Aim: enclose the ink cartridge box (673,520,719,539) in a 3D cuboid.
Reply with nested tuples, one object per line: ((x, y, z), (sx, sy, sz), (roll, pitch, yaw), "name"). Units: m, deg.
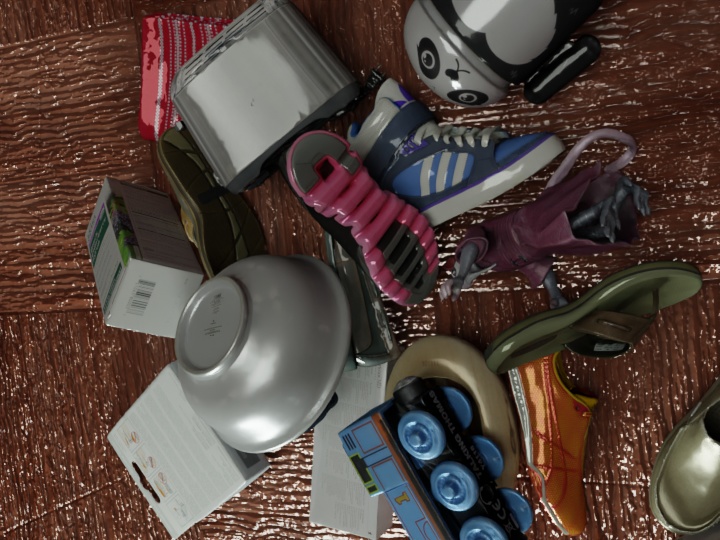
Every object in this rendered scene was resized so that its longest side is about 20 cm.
((0.340, 0.329, 0.730), (0.086, 0.146, 0.200), (-35, 83, 23), "ink cartridge box")

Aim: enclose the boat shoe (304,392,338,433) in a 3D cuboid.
((-0.089, 0.132, 0.922), (0.200, 0.068, 0.084), (21, 126, 54), "boat shoe")

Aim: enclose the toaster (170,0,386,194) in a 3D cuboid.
((-0.089, -0.178, 0.854), (0.200, 0.114, 0.129), (-37, 95, 12), "toaster")

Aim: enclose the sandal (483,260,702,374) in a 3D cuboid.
((0.208, 0.054, 0.763), (0.200, 0.080, 0.057), (-26, 59, 4), "sandal")

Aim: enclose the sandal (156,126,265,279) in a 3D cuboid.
((-0.167, -0.061, 0.950), (0.054, 0.080, 0.201), (-27, 90, 51), "sandal")

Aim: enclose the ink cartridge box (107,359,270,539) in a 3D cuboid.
((-0.210, 0.214, 1.034), (0.160, 0.047, 0.200), (53, 132, 9), "ink cartridge box")

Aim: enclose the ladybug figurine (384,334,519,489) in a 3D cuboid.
((0.095, 0.158, 0.859), (0.135, 0.072, 0.201), (-4, 96, 26), "ladybug figurine")

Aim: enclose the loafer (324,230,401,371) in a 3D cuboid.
((0.000, 0.000, 0.876), (0.063, 0.072, 0.201), (-7, 76, 3), "loafer")

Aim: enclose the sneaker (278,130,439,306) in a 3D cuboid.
((-0.004, -0.049, 0.815), (0.079, 0.095, 0.200), (-46, 112, -15), "sneaker")

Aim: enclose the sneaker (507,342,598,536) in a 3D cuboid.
((0.190, 0.154, 0.817), (0.077, 0.073, 0.201), (-12, 95, 16), "sneaker")

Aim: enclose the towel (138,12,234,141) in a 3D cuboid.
((-0.159, -0.203, 0.951), (0.199, 0.022, 0.145), (12, 103, 23), "towel")

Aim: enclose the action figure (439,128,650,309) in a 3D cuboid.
((0.146, -0.037, 0.784), (0.200, 0.134, 0.149), (-20, 62, 44), "action figure")

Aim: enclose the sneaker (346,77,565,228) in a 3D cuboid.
((0.075, -0.127, 0.820), (0.200, 0.081, 0.147), (-26, 93, 32), "sneaker")

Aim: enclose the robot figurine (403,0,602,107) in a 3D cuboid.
((0.128, -0.235, 0.756), (0.200, 0.125, 0.151), (-42, 63, 23), "robot figurine")

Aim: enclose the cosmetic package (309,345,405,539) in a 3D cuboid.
((-0.003, 0.174, 0.918), (0.082, 0.051, 0.201), (9, 101, 27), "cosmetic package")

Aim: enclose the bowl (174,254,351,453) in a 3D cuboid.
((-0.111, 0.065, 0.824), (0.201, 0.090, 0.202), (-19, 58, 35), "bowl")

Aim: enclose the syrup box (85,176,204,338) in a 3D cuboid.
((-0.235, -0.019, 0.924), (0.079, 0.081, 0.200), (-63, 33, 18), "syrup box")

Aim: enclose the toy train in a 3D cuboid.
((0.072, 0.196, 0.792), (0.114, 0.087, 0.200), (-33, 85, 35), "toy train")

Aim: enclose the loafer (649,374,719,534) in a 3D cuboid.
((0.313, 0.151, 0.759), (0.076, 0.068, 0.201), (28, 108, 19), "loafer")
